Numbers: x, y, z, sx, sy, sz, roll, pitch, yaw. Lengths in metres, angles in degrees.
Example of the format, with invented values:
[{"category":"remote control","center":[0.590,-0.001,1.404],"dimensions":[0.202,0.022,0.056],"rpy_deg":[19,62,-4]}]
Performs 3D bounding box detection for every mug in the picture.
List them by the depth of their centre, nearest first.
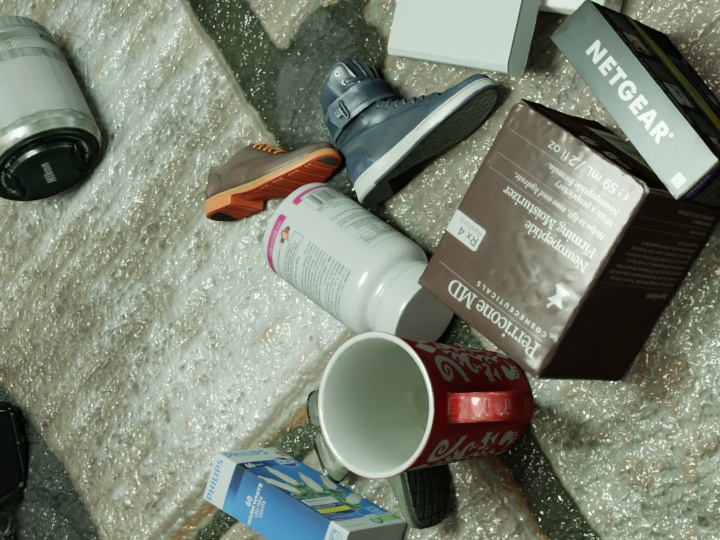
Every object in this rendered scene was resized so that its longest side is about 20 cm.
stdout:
[{"category":"mug","center":[0.086,0.140,1.391],"dimensions":[0.177,0.200,0.134],"rpy_deg":[31,104,34]}]

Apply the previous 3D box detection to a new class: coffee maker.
[{"category":"coffee maker","center":[-0.551,0.249,1.909],"dimensions":[0.199,0.134,0.193],"rpy_deg":[10,93,38]}]

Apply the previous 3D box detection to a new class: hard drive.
[{"category":"hard drive","center":[0.108,-0.276,1.486],"dimensions":[0.200,0.026,0.133],"rpy_deg":[20,100,53]}]

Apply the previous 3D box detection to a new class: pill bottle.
[{"category":"pill bottle","center":[0.000,0.000,1.522],"dimensions":[0.200,0.113,0.114],"rpy_deg":[36,107,34]}]

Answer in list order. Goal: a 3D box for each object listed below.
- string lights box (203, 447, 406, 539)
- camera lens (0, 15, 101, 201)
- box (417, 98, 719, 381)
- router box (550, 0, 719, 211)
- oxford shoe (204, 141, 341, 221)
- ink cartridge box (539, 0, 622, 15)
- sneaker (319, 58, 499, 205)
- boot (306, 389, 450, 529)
[{"category":"string lights box","center":[-0.062,0.259,1.554],"dimensions":[0.199,0.103,0.059],"rpy_deg":[24,102,36]},{"category":"camera lens","center":[-0.431,-0.201,1.839],"dimensions":[0.160,0.160,0.201],"rpy_deg":[-41,63,27]},{"category":"box","center":[0.196,-0.024,1.343],"dimensions":[0.166,0.164,0.201],"rpy_deg":[39,109,33]},{"category":"router box","center":[0.277,-0.143,1.297],"dimensions":[0.052,0.157,0.200],"rpy_deg":[-45,61,25]},{"category":"oxford shoe","center":[-0.106,-0.118,1.643],"dimensions":[0.199,0.071,0.073],"rpy_deg":[-19,70,35]},{"category":"ink cartridge box","center":[0.182,-0.337,1.456],"dimensions":[0.199,0.048,0.146],"rpy_deg":[16,97,35]},{"category":"sneaker","center":[0.042,-0.184,1.529],"dimensions":[0.202,0.077,0.147],"rpy_deg":[-36,68,31]},{"category":"boot","center":[0.015,0.198,1.533],"dimensions":[0.130,0.068,0.201],"rpy_deg":[-36,58,35]}]
